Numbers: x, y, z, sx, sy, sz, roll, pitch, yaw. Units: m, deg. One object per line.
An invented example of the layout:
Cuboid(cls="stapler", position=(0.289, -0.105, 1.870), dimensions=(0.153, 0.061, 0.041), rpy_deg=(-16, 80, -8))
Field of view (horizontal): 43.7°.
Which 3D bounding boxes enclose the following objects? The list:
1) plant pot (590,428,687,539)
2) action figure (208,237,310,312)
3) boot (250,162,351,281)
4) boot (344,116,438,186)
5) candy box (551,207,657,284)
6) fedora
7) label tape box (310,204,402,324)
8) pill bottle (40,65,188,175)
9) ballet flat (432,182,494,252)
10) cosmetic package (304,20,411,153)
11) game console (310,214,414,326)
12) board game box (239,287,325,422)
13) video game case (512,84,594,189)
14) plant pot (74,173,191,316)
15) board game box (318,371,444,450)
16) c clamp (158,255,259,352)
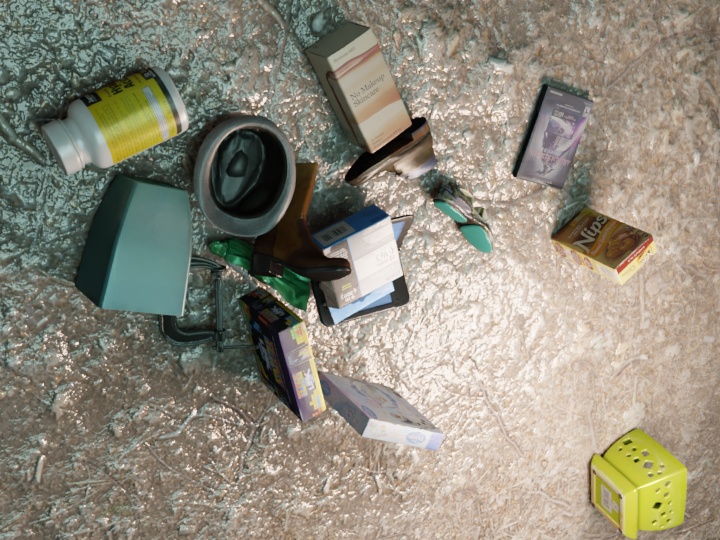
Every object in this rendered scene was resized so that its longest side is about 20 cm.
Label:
Cuboid(cls="plant pot", position=(0.718, 0.569, 2.361), dimensions=(0.181, 0.199, 0.200), rpy_deg=(-18, 120, -17))
Cuboid(cls="action figure", position=(-0.181, -0.004, 1.603), dimensions=(0.200, 0.118, 0.055), rpy_deg=(30, 121, -22))
Cuboid(cls="boot", position=(-0.091, -0.085, 1.535), dimensions=(0.068, 0.188, 0.200), rpy_deg=(27, 69, -58))
Cuboid(cls="boot", position=(0.065, -0.194, 1.684), dimensions=(0.200, 0.075, 0.097), rpy_deg=(-38, 123, -16))
Cuboid(cls="candy box", position=(0.529, -0.057, 1.960), dimensions=(0.115, 0.200, 0.055), rpy_deg=(-41, 127, -11))
Cuboid(cls="fedora", position=(-0.202, -0.162, 1.507), dimensions=(0.177, 0.090, 0.200), rpy_deg=(6, 97, -27))
Cuboid(cls="label tape box", position=(0.000, 0.000, 1.637), dimensions=(0.143, 0.066, 0.200), rpy_deg=(-28, 125, -19))
Cuboid(cls="pill bottle", position=(-0.373, -0.223, 1.367), dimensions=(0.200, 0.111, 0.111), rpy_deg=(-30, 123, -19))
Cuboid(cls="ballet flat", position=(0.223, -0.113, 1.828), dimensions=(0.072, 0.072, 0.200), rpy_deg=(-52, 128, -3))
Cuboid(cls="cosmetic package", position=(-0.001, -0.321, 1.578), dimensions=(0.103, 0.087, 0.200), rpy_deg=(-38, 125, -12))
Cuboid(cls="game console", position=(0.014, 0.001, 1.700), dimensions=(0.200, 0.118, 0.171), rpy_deg=(-14, 90, -27))
Cuboid(cls="board game box", position=(-0.143, 0.153, 1.643), dimensions=(0.057, 0.165, 0.200), rpy_deg=(-25, 121, -22))
Cuboid(cls="video game case", position=(0.409, -0.279, 1.903), dimensions=(0.143, 0.019, 0.200), rpy_deg=(9, 104, -35))
Cuboid(cls="plant pot", position=(-0.354, -0.046, 1.446), dimensions=(0.141, 0.141, 0.200), rpy_deg=(9, 98, -35))
Cuboid(cls="board game box", position=(0.034, 0.279, 1.788), dimensions=(0.199, 0.200, 0.043), rpy_deg=(19, 100, -36))
Cuboid(cls="c clamp", position=(-0.275, 0.061, 1.595), dimensions=(0.171, 0.027, 0.200), rpy_deg=(-9, 115, -12))
